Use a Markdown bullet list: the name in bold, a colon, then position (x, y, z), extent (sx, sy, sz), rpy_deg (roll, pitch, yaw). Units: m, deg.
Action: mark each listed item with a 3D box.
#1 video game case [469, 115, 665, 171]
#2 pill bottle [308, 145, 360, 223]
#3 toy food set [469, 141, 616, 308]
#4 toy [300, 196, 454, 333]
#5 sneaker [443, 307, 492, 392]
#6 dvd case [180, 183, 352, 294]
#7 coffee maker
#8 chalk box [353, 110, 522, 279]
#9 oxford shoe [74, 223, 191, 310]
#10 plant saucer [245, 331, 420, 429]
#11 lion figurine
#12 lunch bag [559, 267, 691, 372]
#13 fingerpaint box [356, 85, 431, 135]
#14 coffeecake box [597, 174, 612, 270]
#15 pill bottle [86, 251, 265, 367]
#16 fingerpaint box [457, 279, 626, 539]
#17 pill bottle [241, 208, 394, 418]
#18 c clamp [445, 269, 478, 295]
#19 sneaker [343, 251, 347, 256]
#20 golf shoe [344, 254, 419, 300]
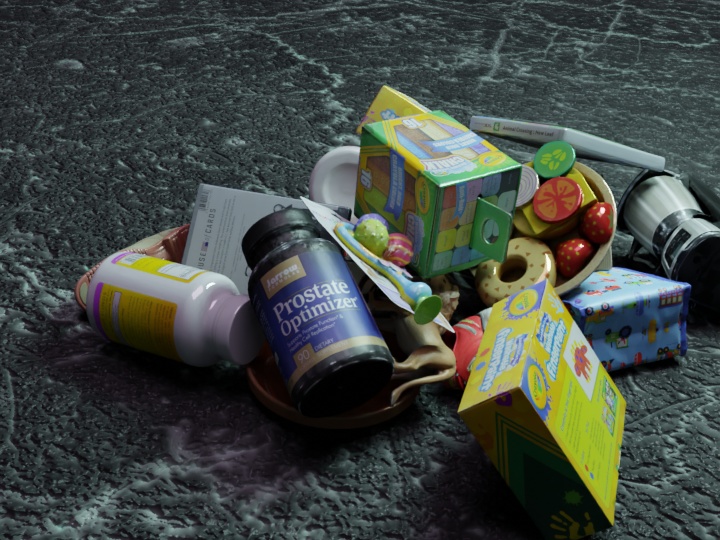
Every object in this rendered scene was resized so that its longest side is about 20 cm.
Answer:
- **video game case**: position (0.274, -0.169, 1.425), extent (0.198, 0.022, 0.181), rpy_deg (9, 7, -36)
- **pill bottle**: position (0.002, -0.111, 1.462), extent (0.111, 0.115, 0.200), rpy_deg (9, 6, 10)
- **toy food set**: position (0.206, -0.053, 1.281), extent (0.198, 0.049, 0.200), rpy_deg (-33, 51, 11)
- **toy**: position (0.027, -0.021, 1.153), extent (0.115, 0.047, 0.201), rpy_deg (26, 20, -47)
- **sneaker**: position (0.135, 0.119, 1.180), extent (0.084, 0.078, 0.201), rpy_deg (-18, 27, 2)
- **dvd case**: position (-0.120, -0.020, 1.321), extent (0.197, 0.153, 0.025), rpy_deg (10, -12, 11)
- **coffee maker**: position (0.457, -0.038, 1.404), extent (0.189, 0.137, 0.201), rpy_deg (-2, 31, -11)
- **chalk box**: position (0.096, -0.079, 1.223), extent (0.122, 0.126, 0.200), rpy_deg (-14, 38, -30)
- **oxford shoe**: position (-0.281, 0.001, 1.346), extent (0.073, 0.072, 0.199), rpy_deg (-3, 18, 47)
- **plant saucer**: position (-0.029, 0.112, 1.192), extent (0.197, 0.033, 0.201), rpy_deg (3, 31, -2)
- **lion figurine**: position (0.066, 0.076, 1.181), extent (0.120, 0.073, 0.202), rpy_deg (7, 42, -18)
- **lunch bag**: position (0.282, 0.038, 1.314), extent (0.148, 0.096, 0.200), rpy_deg (-10, 23, -17)
- **fingerpaint box**: position (0.098, -0.168, 1.439), extent (0.198, 0.074, 0.167), rpy_deg (32, 10, -3)
- **coffeecake box**: position (0.253, -0.063, 1.428), extent (0.151, 0.074, 0.200), rpy_deg (-5, 19, 13)
- **pill bottle**: position (-0.203, 0.047, 1.196), extent (0.197, 0.106, 0.104), rpy_deg (13, 30, 30)
- **fingerpaint box**: position (0.181, 0.133, 1.041), extent (0.073, 0.168, 0.201), rpy_deg (-27, 17, 28)
- **pill bottle**: position (-0.051, 0.040, 1.107), extent (0.110, 0.112, 0.202), rpy_deg (-12, 58, -25)
- **c clamp**: position (0.119, -0.030, 1.368), extent (0.199, 0.027, 0.172), rpy_deg (11, 44, -56)
- **sneaker**: position (0.037, -0.018, 1.389), extent (0.197, 0.077, 0.074), rpy_deg (9, 70, -20)
- **golf shoe**: position (0.000, 0.000, 1.266), extent (0.076, 0.090, 0.198), rpy_deg (6, -3, 42)
